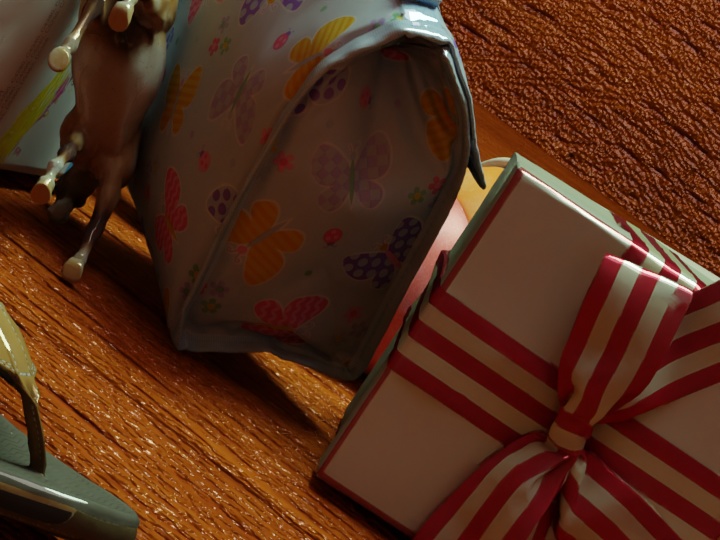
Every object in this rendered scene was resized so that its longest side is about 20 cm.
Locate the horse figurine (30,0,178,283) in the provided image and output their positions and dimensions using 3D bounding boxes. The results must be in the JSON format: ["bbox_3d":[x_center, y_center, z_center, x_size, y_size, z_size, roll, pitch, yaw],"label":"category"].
[{"bbox_3d":[-0.118,-0.091,1.182,0.050,0.200,0.133,13,28,2],"label":"horse figurine"}]

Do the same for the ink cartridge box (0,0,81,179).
[{"bbox_3d":[-0.190,-0.145,1.254,0.147,0.146,0.200,35,10,18],"label":"ink cartridge box"}]

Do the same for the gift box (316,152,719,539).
[{"bbox_3d":[0.108,0.059,1.162,0.200,0.185,0.187,28,7,0],"label":"gift box"}]

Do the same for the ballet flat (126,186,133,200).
[{"bbox_3d":[-0.108,-0.094,1.385,0.062,0.067,0.200,69,0,-57],"label":"ballet flat"}]

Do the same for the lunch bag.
[{"bbox_3d":[-0.020,-0.077,1.201,0.127,0.200,0.170,10,33,-26],"label":"lunch bag"}]

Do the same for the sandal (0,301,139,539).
[{"bbox_3d":[-0.145,0.023,0.848,0.200,0.055,0.082,40,11,32],"label":"sandal"}]

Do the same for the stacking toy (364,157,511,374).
[{"bbox_3d":[0.000,0.000,1.355,0.200,0.146,0.146,9,21,-31],"label":"stacking toy"}]

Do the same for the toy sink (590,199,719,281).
[{"bbox_3d":[0.190,0.038,1.795,0.200,0.112,0.130,32,8,16],"label":"toy sink"}]
